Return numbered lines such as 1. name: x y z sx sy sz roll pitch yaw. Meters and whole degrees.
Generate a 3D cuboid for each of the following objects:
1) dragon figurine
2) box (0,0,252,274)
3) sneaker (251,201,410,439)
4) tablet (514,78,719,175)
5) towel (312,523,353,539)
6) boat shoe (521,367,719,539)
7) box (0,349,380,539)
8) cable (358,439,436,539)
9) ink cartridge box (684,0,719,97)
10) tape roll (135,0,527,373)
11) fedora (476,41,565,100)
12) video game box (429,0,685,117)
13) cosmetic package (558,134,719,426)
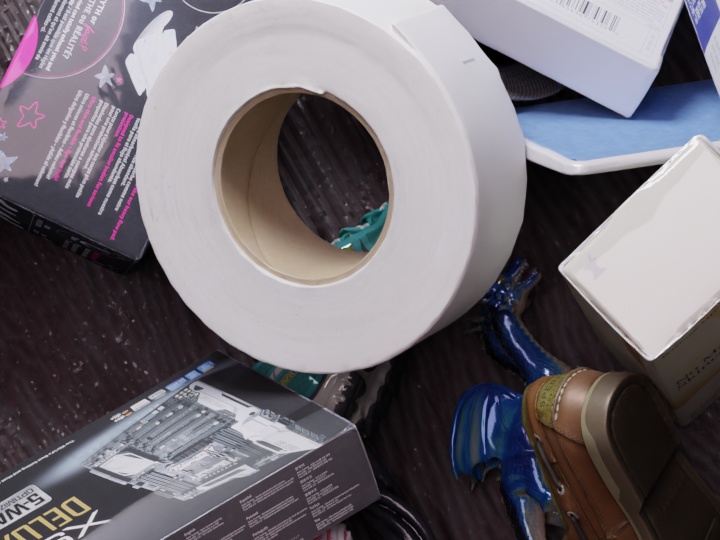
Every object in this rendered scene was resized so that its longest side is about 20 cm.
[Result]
1. dragon figurine: 0.084 0.097 1.631 0.099 0.059 0.201 16 81 15
2. box: -0.136 -0.111 1.678 0.114 0.132 0.200 26 83 -5
3. sneaker: 0.000 0.000 1.654 0.079 0.078 0.200 19 69 25
4. tablet: 0.173 -0.079 1.583 0.199 0.130 0.014 -10 108 -21
5. towel: -0.100 0.200 1.515 0.199 0.030 0.147 -14 36 12
6. boat shoe: 0.146 0.134 1.572 0.068 0.200 0.072 1 33 41
7. box: -0.113 0.127 1.545 0.200 0.158 0.050 -29 116 -20
8. cable: -0.038 0.174 1.645 0.163 0.051 0.200 -37 73 2
9. ink cartridge box: 0.279 -0.098 1.545 0.199 0.043 0.197 11 36 -16
10. tape roll: -0.015 -0.051 1.549 0.202 0.071 0.203 7 106 25
11. fedora: 0.023 -0.148 1.661 0.090 0.176 0.200 -49 53 39
12. video game box: 0.089 -0.192 1.622 0.200 0.047 0.182 27 45 -1
13. cosmetic package: 0.174 0.010 1.556 0.105 0.200 0.071 -44 73 1
